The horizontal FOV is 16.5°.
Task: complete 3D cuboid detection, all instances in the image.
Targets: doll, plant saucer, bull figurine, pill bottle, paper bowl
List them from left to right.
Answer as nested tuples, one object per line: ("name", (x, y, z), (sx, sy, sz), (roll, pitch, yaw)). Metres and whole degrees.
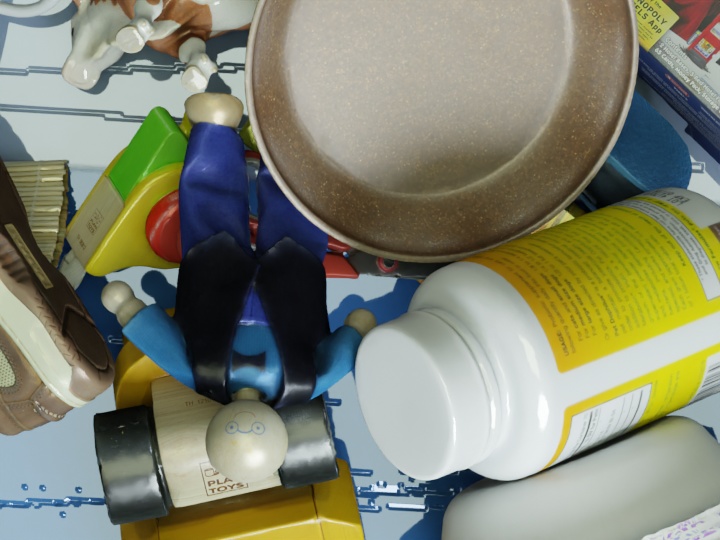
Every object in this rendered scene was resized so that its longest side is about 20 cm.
("bull figurine", (-0.074, -0.145, 1.279), (0.199, 0.122, 0.065), (-27, 120, 8))
("doll", (-0.059, 0.010, 1.220), (0.136, 0.049, 0.201), (2, 63, -9))
("plant saucer", (0.037, -0.104, 1.220), (0.199, 0.037, 0.202), (-5, 110, -15))
("pill bottle", (0.098, 0.035, 1.228), (0.199, 0.109, 0.110), (-19, 92, -33))
("paper bowl", (0.121, 0.141, 1.256), (0.200, 0.201, 0.105), (-19, 89, -1))

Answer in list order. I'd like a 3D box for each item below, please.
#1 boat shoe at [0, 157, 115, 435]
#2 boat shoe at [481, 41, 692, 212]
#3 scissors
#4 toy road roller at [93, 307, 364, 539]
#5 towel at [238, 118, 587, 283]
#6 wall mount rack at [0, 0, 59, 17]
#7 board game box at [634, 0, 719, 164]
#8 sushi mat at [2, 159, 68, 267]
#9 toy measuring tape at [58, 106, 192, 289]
("boat shoe", (-0.205, -0.010, 1.239), (0.075, 0.075, 0.203), (-33, 79, 14))
("boat shoe", (0.085, -0.093, 1.301), (0.200, 0.069, 0.084), (50, 50, -9))
("scissors", (0.000, 0.000, 1.302), (0.199, 0.014, 0.074), (23, 77, -18))
("toy road roller", (-0.068, 0.103, 1.308), (0.122, 0.146, 0.201), (-12, 128, -1))
("towel", (0.036, -0.044, 1.344), (0.200, 0.018, 0.086), (38, 87, -1))
("wall mount rack", (-0.258, -0.139, 1.300), (0.199, 0.075, 0.175), (14, 123, 11))
("board game box", (0.245, -0.147, 1.314), (0.200, 0.062, 0.200), (-44, 83, -10))
("sushi mat", (-0.254, -0.025, 1.309), (0.199, 0.096, 0.012), (-1, 132, -1))
("toy measuring tape", (-0.122, -0.007, 1.324), (0.073, 0.074, 0.200), (35, 107, -1))
